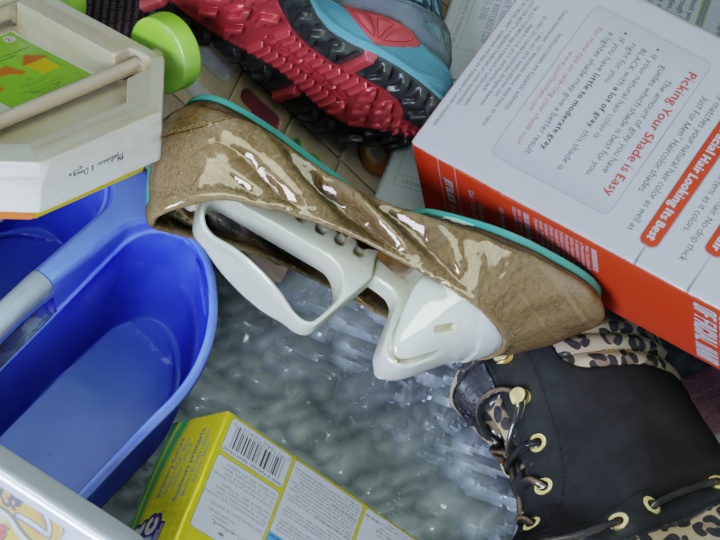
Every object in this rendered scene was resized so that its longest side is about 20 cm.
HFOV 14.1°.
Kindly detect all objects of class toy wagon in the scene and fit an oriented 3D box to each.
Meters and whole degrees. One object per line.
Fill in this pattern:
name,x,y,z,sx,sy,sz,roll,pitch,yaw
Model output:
toy wagon,-0.168,-0.083,1.165,0.200,0.040,0.155,28,39,35

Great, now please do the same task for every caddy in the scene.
caddy,-0.149,0.038,1.186,0.141,0.105,0.200,40,66,8

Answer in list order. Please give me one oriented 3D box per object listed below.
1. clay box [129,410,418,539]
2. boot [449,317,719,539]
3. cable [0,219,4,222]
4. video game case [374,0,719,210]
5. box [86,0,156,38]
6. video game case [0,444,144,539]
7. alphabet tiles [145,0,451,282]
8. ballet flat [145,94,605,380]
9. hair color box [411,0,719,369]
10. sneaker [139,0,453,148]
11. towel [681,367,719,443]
clay box,-0.058,0.171,1.151,0.115,0.048,0.201,36,62,-26
boot,0.073,0.099,1.192,0.199,0.073,0.151,-14,48,-15
cable,-0.190,-0.063,1.215,0.097,0.050,0.200,-30,44,-32
video game case,0.124,-0.083,1.290,0.181,0.045,0.201,15,67,16
box,-0.142,-0.161,1.295,0.199,0.075,0.101,11,65,-2
video game case,-0.206,0.124,1.121,0.200,0.182,0.023,32,21,6
alphabet tiles,-0.028,-0.104,1.267,0.167,0.008,0.201,43,59,-34
ballet flat,0.000,0.000,1.183,0.199,0.068,0.073,27,60,-6
hair color box,0.135,-0.035,1.205,0.200,0.064,0.111,29,70,22
sneaker,-0.034,-0.135,1.222,0.079,0.200,0.096,-15,51,33
towel,0.236,0.097,1.233,0.144,0.023,0.200,-21,50,-16
